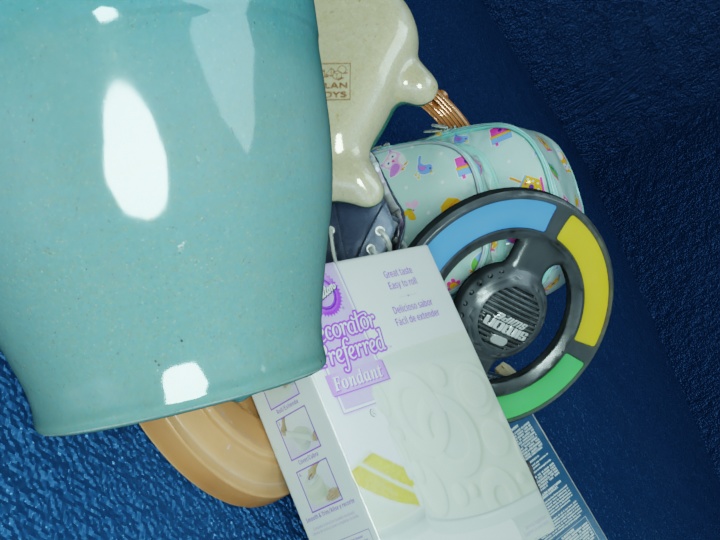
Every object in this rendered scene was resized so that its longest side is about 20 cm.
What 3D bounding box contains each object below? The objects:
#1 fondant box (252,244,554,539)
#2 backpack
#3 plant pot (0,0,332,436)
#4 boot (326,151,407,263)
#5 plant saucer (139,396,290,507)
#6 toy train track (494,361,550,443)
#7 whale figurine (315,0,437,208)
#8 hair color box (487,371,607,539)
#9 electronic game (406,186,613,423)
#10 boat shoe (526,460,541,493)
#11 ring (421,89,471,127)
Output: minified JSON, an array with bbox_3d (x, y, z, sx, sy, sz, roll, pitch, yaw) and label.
[{"bbox_3d":[0.019,0.092,0.591,0.144,0.058,0.201,-11,72,-47],"label":"fondant box"},{"bbox_3d":[0.091,-0.042,0.866,0.153,0.199,0.177,10,69,-65],"label":"backpack"},{"bbox_3d":[-0.099,-0.031,0.448,0.200,0.199,0.189,-12,89,-70],"label":"plant pot"},{"bbox_3d":[0.000,0.000,0.782,0.073,0.090,0.201,25,41,-60],"label":"boot"},{"bbox_3d":[-0.084,0.044,0.600,0.200,0.032,0.201,50,23,-29],"label":"plant saucer"},{"bbox_3d":[0.155,0.149,0.942,0.115,0.032,0.200,44,-20,37],"label":"toy train track"},{"bbox_3d":[-0.017,-0.136,0.787,0.104,0.158,0.201,78,10,-71],"label":"whale figurine"},{"bbox_3d":[0.142,0.188,0.879,0.201,0.060,0.100,59,-14,-9],"label":"hair color box"},{"bbox_3d":[0.110,0.032,0.769,0.200,0.200,0.042,51,-2,-28],"label":"electronic game"},{"bbox_3d":[0.054,0.156,0.680,0.199,0.072,0.065,12,59,-37],"label":"boat shoe"},{"bbox_3d":[0.050,-0.136,0.993,0.019,0.200,0.201,-48,116,-25],"label":"ring"}]
